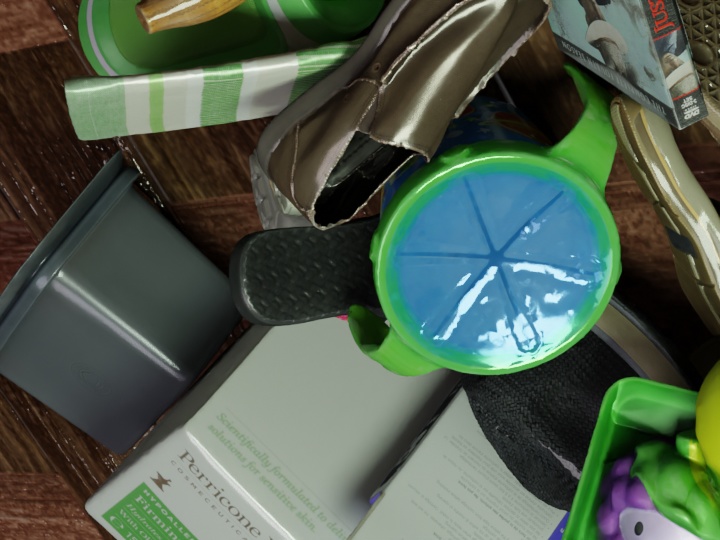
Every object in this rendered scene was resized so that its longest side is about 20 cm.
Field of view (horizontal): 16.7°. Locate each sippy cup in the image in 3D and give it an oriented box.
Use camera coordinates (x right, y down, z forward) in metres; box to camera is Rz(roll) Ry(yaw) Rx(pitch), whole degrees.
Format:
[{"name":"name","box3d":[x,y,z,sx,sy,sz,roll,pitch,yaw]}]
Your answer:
[{"name":"sippy cup","box3d":[0.067,-0.031,1.368,0.177,0.130,0.140,-16,118,1]}]

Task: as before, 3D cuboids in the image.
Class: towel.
[{"name":"towel","box3d":[-0.064,-0.105,1.364,0.153,0.199,0.024,134,128,-83]}]

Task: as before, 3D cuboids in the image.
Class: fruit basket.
[{"name":"fruit basket","box3d":[0.212,0.118,1.259,0.214,0.156,0.216,15,151,9]}]

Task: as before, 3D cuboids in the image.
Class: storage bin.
[{"name":"storage bin","box3d":[-0.163,0.027,1.648,0.134,0.146,0.200,39,148,-5]}]

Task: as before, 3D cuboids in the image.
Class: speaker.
[{"name":"speaker","box3d":[-0.078,-0.156,1.426,0.199,0.089,0.089,-9,122,47]}]

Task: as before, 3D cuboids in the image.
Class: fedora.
[{"name":"fedora","box3d":[0.127,0.083,1.434,0.201,0.091,0.201,47,165,17]}]

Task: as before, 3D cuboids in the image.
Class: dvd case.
[{"name":"dvd case","box3d":[0.107,-0.179,1.215,0.146,0.022,0.201,46,162,59]}]

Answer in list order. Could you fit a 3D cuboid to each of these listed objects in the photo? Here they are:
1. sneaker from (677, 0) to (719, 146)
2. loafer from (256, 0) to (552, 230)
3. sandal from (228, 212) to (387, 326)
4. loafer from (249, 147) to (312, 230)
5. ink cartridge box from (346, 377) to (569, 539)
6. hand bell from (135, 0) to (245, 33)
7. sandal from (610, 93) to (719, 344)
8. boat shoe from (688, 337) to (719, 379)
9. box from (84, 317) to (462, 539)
[{"name":"sneaker","box3d":[0.209,-0.065,1.271,0.200,0.070,0.076,45,151,-3]},{"name":"loafer","box3d":[0.032,-0.090,1.282,0.200,0.073,0.071,-43,52,29]},{"name":"sandal","box3d":[0.000,0.000,1.458,0.045,0.199,0.076,-12,81,54]},{"name":"loafer","box3d":[-0.025,-0.056,1.477,0.200,0.069,0.070,154,102,-79]},{"name":"ink cartridge box","box3d":[0.108,0.167,1.499,0.198,0.200,0.043,40,143,1]},{"name":"hand bell","box3d":[-0.025,-0.173,1.239,0.104,0.199,0.104,54,163,25]},{"name":"sandal","box3d":[0.195,-0.016,1.304,0.201,0.054,0.080,61,175,-20]},{"name":"boat shoe","box3d":[0.271,0.077,1.369,0.200,0.075,0.069,6,135,53]},{"name":"box","box3d":[-0.025,0.134,1.587,0.199,0.200,0.171,45,143,-4]}]
